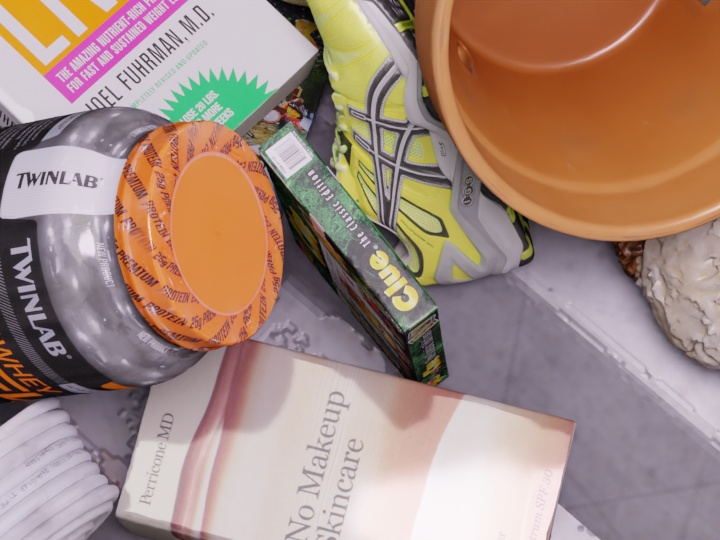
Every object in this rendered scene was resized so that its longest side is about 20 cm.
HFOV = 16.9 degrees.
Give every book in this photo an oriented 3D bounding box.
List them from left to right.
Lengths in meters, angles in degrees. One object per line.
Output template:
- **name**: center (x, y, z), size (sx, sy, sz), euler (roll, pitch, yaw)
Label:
- **book**: center (-0.138, -0.125, 1.162), size (0.200, 0.048, 0.134), euler (43, 66, 5)

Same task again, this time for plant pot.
- **plant pot**: center (0.109, -0.132, 1.092), size (0.199, 0.140, 0.201), euler (-6, 116, -13)

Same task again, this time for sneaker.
- **sneaker**: center (0.014, -0.068, 1.157), size (0.076, 0.075, 0.200), euler (-24, 117, 11)

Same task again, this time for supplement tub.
- **supplement tub**: center (-0.141, -0.005, 1.064), size (0.200, 0.122, 0.123), euler (-9, 75, 33)

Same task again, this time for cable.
- **cable**: center (-0.198, 0.142, 1.091), size (0.069, 0.200, 0.200), euler (50, 121, 3)

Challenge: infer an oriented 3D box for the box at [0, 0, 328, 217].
- **box**: center (-0.121, -0.094, 1.195), size (0.199, 0.038, 0.137), euler (19, 63, -4)

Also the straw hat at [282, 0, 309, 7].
- **straw hat**: center (-0.008, -0.173, 1.193), size (0.200, 0.201, 0.085), euler (-8, 104, 0)

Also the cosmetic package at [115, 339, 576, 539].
- **cosmetic package**: center (-0.006, 0.099, 1.155), size (0.199, 0.087, 0.104), euler (13, 79, 4)

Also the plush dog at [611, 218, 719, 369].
- **plush dog**: center (0.213, -0.023, 1.161), size (0.200, 0.160, 0.172), euler (43, 105, 9)

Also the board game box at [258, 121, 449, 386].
- **board game box**: center (0.000, 0.000, 1.120), size (0.023, 0.200, 0.105), euler (-36, 78, -4)
